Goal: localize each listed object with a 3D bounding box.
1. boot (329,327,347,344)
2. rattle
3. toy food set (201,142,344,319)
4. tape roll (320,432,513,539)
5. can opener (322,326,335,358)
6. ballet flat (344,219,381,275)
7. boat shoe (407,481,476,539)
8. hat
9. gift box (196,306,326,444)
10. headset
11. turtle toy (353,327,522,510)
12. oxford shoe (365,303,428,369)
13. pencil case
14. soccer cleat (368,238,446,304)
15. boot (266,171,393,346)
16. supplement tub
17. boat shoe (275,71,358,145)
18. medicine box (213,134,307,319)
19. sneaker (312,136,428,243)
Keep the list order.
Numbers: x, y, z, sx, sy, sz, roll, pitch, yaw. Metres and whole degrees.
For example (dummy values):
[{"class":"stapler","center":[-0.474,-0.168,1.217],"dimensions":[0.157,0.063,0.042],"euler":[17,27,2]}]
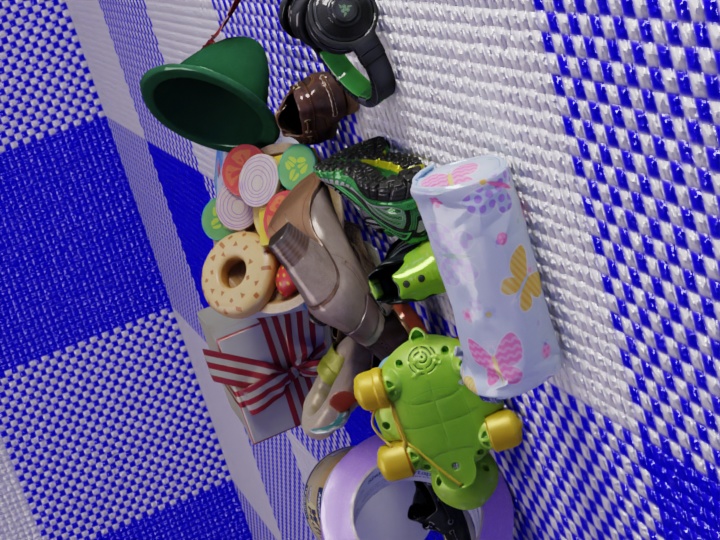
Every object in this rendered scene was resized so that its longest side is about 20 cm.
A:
[{"class":"boot","center":[-0.004,0.072,1.689],"dimensions":[0.074,0.075,0.200],"euler":[59,164,28]},{"class":"rattle","center":[0.011,0.156,1.563],"dimensions":[0.143,0.130,0.200],"euler":[45,172,-12]},{"class":"toy food set","center":[-0.101,-0.050,1.594],"dimensions":[0.200,0.049,0.199],"euler":[-12,76,37]},{"class":"tape roll","center":[0.058,0.266,1.485],"dimensions":[0.066,0.200,0.200],"euler":[92,153,-56]},{"class":"can opener","center":[-0.022,0.085,1.793],"dimensions":[0.079,0.063,0.200],"euler":[-128,21,-48]},{"class":"ballet flat","center":[0.000,0.000,1.577],"dimensions":[0.200,0.065,0.071],"euler":[-112,38,-50]},{"class":"boat shoe","center":[0.083,0.267,1.662],"dimensions":[0.074,0.066,0.200],"euler":[36,145,64]},{"class":"hat","center":[-0.138,-0.254,1.631],"dimensions":[0.165,0.176,0.200],"euler":[34,153,-30]},{"class":"gift box","center":[-0.125,0.111,1.968],"dimensions":[0.200,0.184,0.187],"euler":[67,169,-20]},{"class":"headset","center":[-0.021,-0.251,1.343],"dimensions":[0.200,0.094,0.123],"euler":[58,167,-25]},{"class":"turtle toy","center":[0.082,0.146,1.391],"dimensions":[0.101,0.145,0.201],"euler":[-80,-27,-76]},{"class":"oxford shoe","center":[0.049,0.118,1.537],"dimensions":[0.071,0.072,0.200],"euler":[46,164,50]},{"class":"pencil case","center":[0.104,0.005,1.179],"dimensions":[0.091,0.083,0.201],"euler":[5,117,49]},{"class":"soccer cleat","center":[0.041,0.003,1.407],"dimensions":[0.200,0.081,0.068],"euler":[167,82,-78]},{"class":"boot","center":[-0.025,-0.008,1.459],"dimensions":[0.146,0.070,0.200],"euler":[45,-153,-14]},{"class":"supplement tub","center":[0.011,0.296,1.811],"dimensions":[0.200,0.144,0.145],"euler":[152,97,-76]},{"class":"boat shoe","center":[-0.059,-0.174,1.550],"dimensions":[0.071,0.070,0.200],"euler":[66,167,2]},{"class":"medicine box","center":[-0.113,-0.065,1.760],"dimensions":[0.182,0.103,0.201],"euler":[111,149,-69]},{"class":"sneaker","center":[0.013,-0.075,1.411],"dimensions":[0.200,0.078,0.085],"euler":[42,155,64]}]
